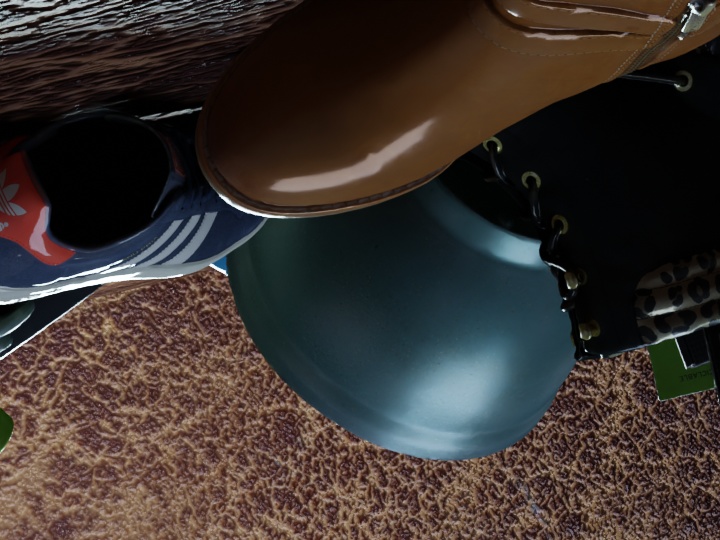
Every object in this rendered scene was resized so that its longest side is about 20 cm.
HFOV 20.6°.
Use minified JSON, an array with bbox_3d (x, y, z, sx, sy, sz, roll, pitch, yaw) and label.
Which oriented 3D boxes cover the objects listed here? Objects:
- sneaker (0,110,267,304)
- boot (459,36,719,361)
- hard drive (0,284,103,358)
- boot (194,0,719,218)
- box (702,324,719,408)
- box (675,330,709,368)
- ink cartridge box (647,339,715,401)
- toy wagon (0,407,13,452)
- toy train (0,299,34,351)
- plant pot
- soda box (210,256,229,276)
[{"bbox_3d":[-0.091,-0.040,0.877,0.200,0.075,0.084,-24,170,-47],"label":"sneaker"},{"bbox_3d":[0.064,-0.035,0.795,0.202,0.155,0.073,-14,179,-3],"label":"boot"},{"bbox_3d":[-0.176,0.007,1.097,0.200,0.042,0.135,-37,-176,-14],"label":"hard drive"},{"bbox_3d":[0.040,-0.078,0.589,0.199,0.074,0.155,-26,-179,-3],"label":"boot"},{"bbox_3d":[0.227,-0.050,0.899,0.163,0.201,0.086,-15,177,22],"label":"box"},{"bbox_3d":[0.229,-0.060,0.984,0.199,0.161,0.044,-20,177,13],"label":"box"},{"bbox_3d":[0.204,-0.041,1.057,0.147,0.201,0.076,-14,179,10],"label":"ink cartridge box"},{"bbox_3d":[-0.256,0.042,0.896,0.199,0.155,0.040,-20,-146,36],"label":"toy wagon"},{"bbox_3d":[-0.210,-0.001,0.958,0.199,0.085,0.114,-19,-163,35],"label":"toy train"},{"bbox_3d":[0.048,-0.022,1.019,0.200,0.201,0.134,-13,152,-40],"label":"plant pot"},{"bbox_3d":[0.000,0.000,1.142,0.199,0.064,0.068,31,155,-20],"label":"soda box"}]
